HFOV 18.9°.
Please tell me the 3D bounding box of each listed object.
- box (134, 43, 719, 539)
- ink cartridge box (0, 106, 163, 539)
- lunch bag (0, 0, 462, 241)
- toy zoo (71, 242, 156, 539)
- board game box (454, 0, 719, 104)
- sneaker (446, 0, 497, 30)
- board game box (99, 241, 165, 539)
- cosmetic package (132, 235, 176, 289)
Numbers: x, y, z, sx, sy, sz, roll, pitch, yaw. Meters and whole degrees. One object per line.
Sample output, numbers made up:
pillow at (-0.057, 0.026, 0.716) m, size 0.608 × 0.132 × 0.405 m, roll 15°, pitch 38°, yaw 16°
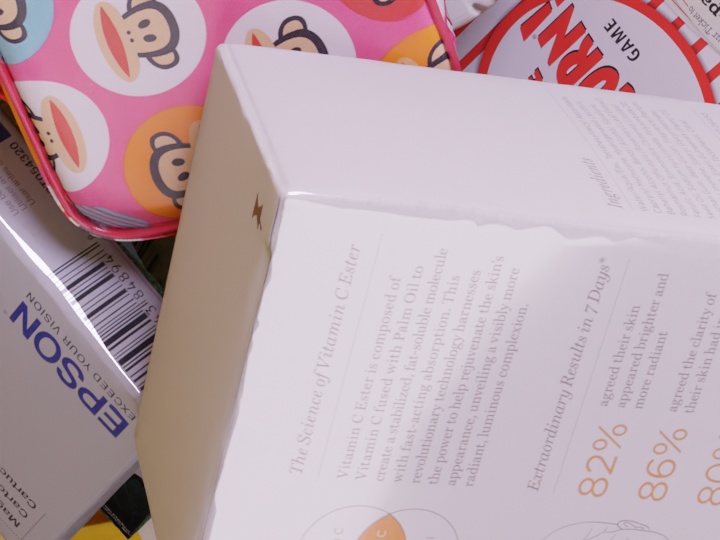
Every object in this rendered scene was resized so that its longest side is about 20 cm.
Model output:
box at (0.043, 0.027, 0.687) m, size 0.199 × 0.107 × 0.153 m, roll 6°, pitch 117°, yaw -18°
ink cartridge box at (-0.163, 0.015, 0.824) m, size 0.043 × 0.197 × 0.200 m, roll -38°, pitch 175°, yaw -41°
lunch bag at (-0.069, -0.111, 0.707) m, size 0.175 × 0.082 × 0.201 m, roll -16°, pitch 115°, yaw 6°
toy zoo at (-0.116, 0.047, 0.886) m, size 0.131 × 0.201 × 0.020 m, roll -14°, pitch -163°, yaw 45°
board game box at (0.115, -0.078, 0.811) m, size 0.200 × 0.152 × 0.046 m, roll -44°, pitch 172°, yaw 38°
sneaker at (-0.021, -0.088, 0.809) m, size 0.199 × 0.082 × 0.077 m, roll -28°, pitch 102°, yaw 12°
board game box at (-0.132, 0.004, 0.840) m, size 0.023 × 0.200 × 0.105 m, roll -39°, pitch 174°, yaw -41°
cosmetic package at (0.000, 0.000, 0.927) m, size 0.199 × 0.104 × 0.073 m, roll 10°, pitch 142°, yaw -25°
